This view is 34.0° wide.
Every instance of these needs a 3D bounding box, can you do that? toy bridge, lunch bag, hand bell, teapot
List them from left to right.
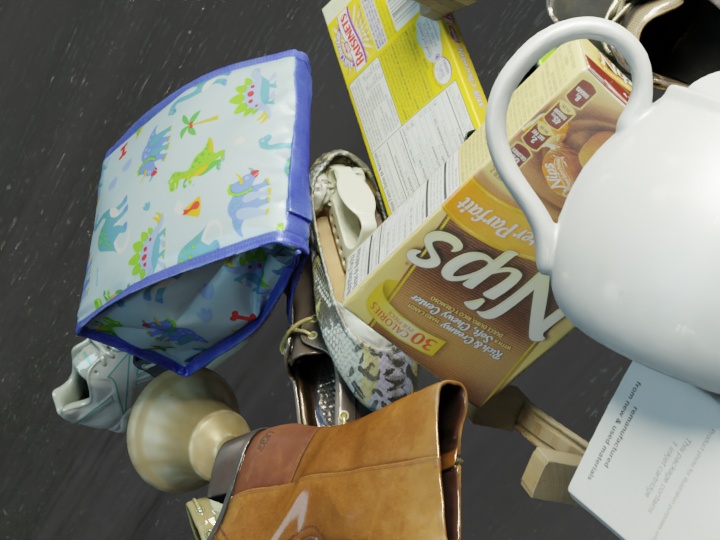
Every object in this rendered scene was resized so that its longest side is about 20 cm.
[{"bbox_3d":[-0.102,-0.044,0.852,0.199,0.126,0.172,-34,45,40],"label":"lunch bag"},{"bbox_3d":[-0.087,0.138,0.882,0.199,0.103,0.106,8,91,55],"label":"hand bell"},{"bbox_3d":[0.126,0.122,0.683,0.028,0.066,0.200,-68,24,17],"label":"toy bridge"},{"bbox_3d":[0.184,-0.031,0.543,0.196,0.198,0.148,27,110,46],"label":"teapot"}]

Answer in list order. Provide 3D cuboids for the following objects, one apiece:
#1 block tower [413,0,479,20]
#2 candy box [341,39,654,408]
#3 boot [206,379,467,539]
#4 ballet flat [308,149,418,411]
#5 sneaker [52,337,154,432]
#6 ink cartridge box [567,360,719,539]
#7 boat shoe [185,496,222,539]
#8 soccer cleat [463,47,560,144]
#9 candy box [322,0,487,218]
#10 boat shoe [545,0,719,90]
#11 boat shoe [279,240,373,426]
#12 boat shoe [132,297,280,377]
[{"bbox_3d":[0.105,-0.221,0.743,0.198,0.057,0.055,-15,73,41],"label":"block tower"},{"bbox_3d":[0.095,-0.023,0.680,0.200,0.115,0.056,-44,20,26],"label":"candy box"},{"bbox_3d":[-0.015,0.175,0.717,0.198,0.068,0.191,-17,49,38],"label":"boot"},{"bbox_3d":[0.000,0.000,0.836,0.072,0.071,0.203,-38,58,39],"label":"ballet flat"},{"bbox_3d":[-0.211,0.073,1.066,0.201,0.079,0.071,-56,47,26],"label":"sneaker"},{"bbox_3d":[0.216,0.123,0.524,0.199,0.145,0.087,37,110,44],"label":"ink cartridge box"},{"bbox_3d":[-0.095,0.273,0.902,0.073,0.062,0.204,123,142,-68],"label":"boat shoe"},{"bbox_3d":[0.088,-0.045,0.737,0.067,0.080,0.202,40,117,43],"label":"soccer cleat"},{"bbox_3d":[0.035,-0.139,0.851,0.102,0.026,0.202,-38,58,39],"label":"candy box"},{"bbox_3d":[0.173,-0.139,0.659,0.199,0.073,0.075,33,109,45],"label":"boat shoe"},{"bbox_3d":[-0.024,0.067,0.868,0.072,0.059,0.203,-31,63,43],"label":"boat shoe"},{"bbox_3d":[-0.123,0.030,0.971,0.200,0.061,0.076,-44,28,40],"label":"boat shoe"}]
